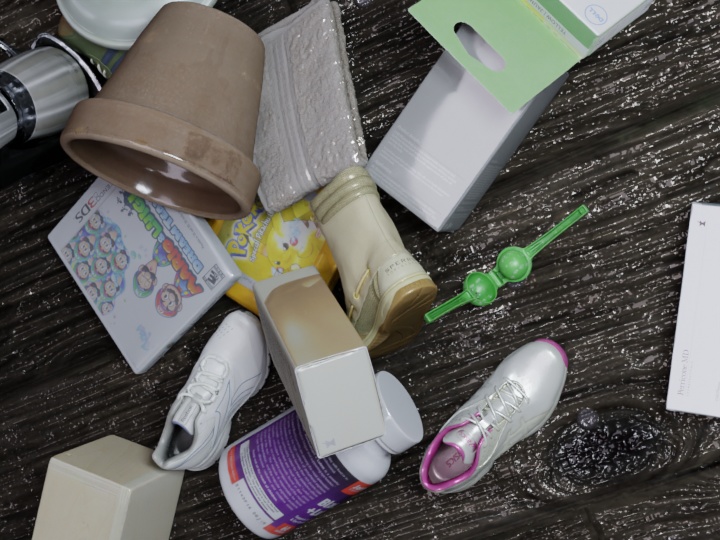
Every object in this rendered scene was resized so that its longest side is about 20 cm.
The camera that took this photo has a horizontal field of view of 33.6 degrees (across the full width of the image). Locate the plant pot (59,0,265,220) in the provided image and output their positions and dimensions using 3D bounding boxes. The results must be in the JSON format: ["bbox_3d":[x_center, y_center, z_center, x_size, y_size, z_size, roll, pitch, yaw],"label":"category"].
[{"bbox_3d":[-0.176,-0.167,1.189,0.200,0.200,0.175,16,78,17],"label":"plant pot"}]

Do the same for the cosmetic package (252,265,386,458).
[{"bbox_3d":[-0.043,0.083,1.163,0.071,0.200,0.105,-17,117,-10],"label":"cosmetic package"}]

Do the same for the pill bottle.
[{"bbox_3d":[-0.039,0.187,1.237,0.200,0.111,0.112,-32,83,18],"label":"pill bottle"}]

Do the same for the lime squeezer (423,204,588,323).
[{"bbox_3d":[0.139,-0.003,1.191,0.200,0.071,0.038,-33,64,-12],"label":"lime squeezer"}]

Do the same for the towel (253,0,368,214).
[{"bbox_3d":[-0.062,-0.172,1.224,0.132,0.034,0.200,-24,67,33],"label":"towel"}]

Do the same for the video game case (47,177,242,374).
[{"bbox_3d":[-0.243,-0.017,1.317,0.182,0.024,0.200,-43,75,26],"label":"video game case"}]

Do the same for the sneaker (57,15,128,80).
[{"bbox_3d":[-0.253,-0.212,1.306,0.200,0.067,0.090,19,94,14],"label":"sneaker"}]

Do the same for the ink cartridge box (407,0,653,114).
[{"bbox_3d":[0.164,-0.256,1.113,0.200,0.048,0.146,-38,79,-27],"label":"ink cartridge box"}]

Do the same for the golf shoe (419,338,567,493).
[{"bbox_3d":[0.132,0.152,1.188,0.075,0.092,0.200,41,104,14],"label":"golf shoe"}]

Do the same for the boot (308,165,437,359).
[{"bbox_3d":[0.000,0.000,1.198,0.073,0.200,0.156,-22,71,-20],"label":"boot"}]

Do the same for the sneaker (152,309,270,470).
[{"bbox_3d":[-0.161,0.136,1.288,0.074,0.087,0.200,26,101,17],"label":"sneaker"}]

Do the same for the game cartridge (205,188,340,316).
[{"bbox_3d":[-0.104,-0.047,1.287,0.200,0.032,0.177,30,103,14],"label":"game cartridge"}]

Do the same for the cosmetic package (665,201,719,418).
[{"bbox_3d":[0.376,0.042,1.117,0.150,0.052,0.201,8,96,16],"label":"cosmetic package"}]

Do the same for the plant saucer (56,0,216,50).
[{"bbox_3d":[-0.240,-0.334,1.268,0.200,0.050,0.201,-3,72,10],"label":"plant saucer"}]

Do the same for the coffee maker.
[{"bbox_3d":[-0.391,-0.138,1.266,0.134,0.200,0.192,27,122,13],"label":"coffee maker"}]

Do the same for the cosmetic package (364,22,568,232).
[{"bbox_3d":[0.104,-0.146,1.182,0.107,0.090,0.200,40,102,13],"label":"cosmetic package"}]

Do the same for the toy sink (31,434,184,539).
[{"bbox_3d":[-0.291,0.301,1.322,0.112,0.130,0.200,17,100,17],"label":"toy sink"}]
